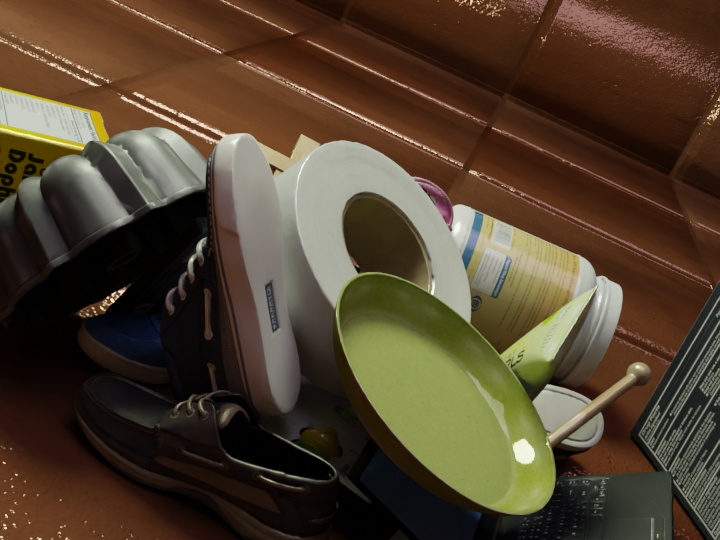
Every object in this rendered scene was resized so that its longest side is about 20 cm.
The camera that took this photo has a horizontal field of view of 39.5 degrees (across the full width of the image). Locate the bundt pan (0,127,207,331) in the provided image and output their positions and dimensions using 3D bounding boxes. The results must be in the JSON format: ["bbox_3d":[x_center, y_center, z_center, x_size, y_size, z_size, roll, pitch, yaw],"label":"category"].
[{"bbox_3d":[-0.196,-0.038,0.756,0.076,0.202,0.202,57,27,5],"label":"bundt pan"}]

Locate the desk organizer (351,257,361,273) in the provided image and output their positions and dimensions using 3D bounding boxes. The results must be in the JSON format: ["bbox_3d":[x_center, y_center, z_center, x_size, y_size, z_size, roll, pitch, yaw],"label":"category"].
[{"bbox_3d":[-0.093,-0.017,1.017,0.200,0.072,0.077,28,23,11],"label":"desk organizer"}]

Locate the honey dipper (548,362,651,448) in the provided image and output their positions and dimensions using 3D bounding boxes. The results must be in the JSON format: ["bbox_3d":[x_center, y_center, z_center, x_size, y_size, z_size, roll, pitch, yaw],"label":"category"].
[{"bbox_3d":[0.193,0.136,0.891,0.200,0.038,0.038,-27,50,-31],"label":"honey dipper"}]

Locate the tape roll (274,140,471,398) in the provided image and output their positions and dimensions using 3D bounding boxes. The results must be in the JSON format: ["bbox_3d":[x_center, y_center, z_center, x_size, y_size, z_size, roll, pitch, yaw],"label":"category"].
[{"bbox_3d":[0.000,0.000,0.806,0.202,0.071,0.203,31,44,-35],"label":"tape roll"}]

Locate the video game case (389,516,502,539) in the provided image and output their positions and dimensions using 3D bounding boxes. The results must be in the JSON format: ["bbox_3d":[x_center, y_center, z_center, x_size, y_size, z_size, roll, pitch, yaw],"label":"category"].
[{"bbox_3d":[0.127,0.230,0.729,0.200,0.023,0.182,31,22,17],"label":"video game case"}]

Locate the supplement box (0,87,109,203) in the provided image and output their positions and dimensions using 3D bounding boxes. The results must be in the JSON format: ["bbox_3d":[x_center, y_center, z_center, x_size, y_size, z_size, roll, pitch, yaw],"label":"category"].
[{"bbox_3d":[-0.333,-0.096,0.888,0.200,0.110,0.109,12,24,-29],"label":"supplement box"}]

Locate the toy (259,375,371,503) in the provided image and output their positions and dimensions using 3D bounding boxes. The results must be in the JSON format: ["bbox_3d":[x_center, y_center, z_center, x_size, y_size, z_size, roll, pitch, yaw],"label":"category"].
[{"bbox_3d":[-0.006,0.121,0.811,0.115,0.047,0.200,33,23,13],"label":"toy"}]

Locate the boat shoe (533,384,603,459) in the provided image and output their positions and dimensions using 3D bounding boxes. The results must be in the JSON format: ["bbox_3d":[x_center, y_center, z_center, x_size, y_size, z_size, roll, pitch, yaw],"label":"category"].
[{"bbox_3d":[0.125,0.122,0.937,0.200,0.060,0.074,19,60,-2],"label":"boat shoe"}]

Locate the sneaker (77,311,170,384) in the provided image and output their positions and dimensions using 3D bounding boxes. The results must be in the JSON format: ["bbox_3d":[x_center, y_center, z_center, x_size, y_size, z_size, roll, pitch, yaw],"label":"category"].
[{"bbox_3d":[-0.118,0.034,0.806,0.200,0.111,0.077,13,23,-27],"label":"sneaker"}]

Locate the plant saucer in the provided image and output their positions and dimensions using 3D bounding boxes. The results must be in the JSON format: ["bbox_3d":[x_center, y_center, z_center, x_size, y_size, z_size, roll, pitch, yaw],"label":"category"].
[{"bbox_3d":[0.052,0.087,0.688,0.200,0.031,0.200,34,28,-21],"label":"plant saucer"}]

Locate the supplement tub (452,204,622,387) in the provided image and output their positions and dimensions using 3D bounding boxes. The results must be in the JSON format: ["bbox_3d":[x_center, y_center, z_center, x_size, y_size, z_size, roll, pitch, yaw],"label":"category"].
[{"bbox_3d":[0.162,0.031,1.074,0.200,0.145,0.145,24,21,-2],"label":"supplement tub"}]

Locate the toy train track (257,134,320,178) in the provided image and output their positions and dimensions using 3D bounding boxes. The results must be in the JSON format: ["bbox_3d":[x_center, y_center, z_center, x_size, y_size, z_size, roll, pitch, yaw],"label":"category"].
[{"bbox_3d":[-0.080,-0.065,0.998,0.115,0.033,0.200,28,42,-9],"label":"toy train track"}]

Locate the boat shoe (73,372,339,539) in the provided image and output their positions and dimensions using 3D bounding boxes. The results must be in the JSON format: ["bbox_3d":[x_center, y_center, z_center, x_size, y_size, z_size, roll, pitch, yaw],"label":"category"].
[{"bbox_3d":[-0.099,0.115,0.684,0.200,0.073,0.074,27,21,6],"label":"boat shoe"}]

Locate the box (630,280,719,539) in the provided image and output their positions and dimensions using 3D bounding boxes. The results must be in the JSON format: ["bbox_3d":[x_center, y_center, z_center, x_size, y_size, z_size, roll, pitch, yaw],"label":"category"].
[{"bbox_3d":[0.393,0.148,0.969,0.123,0.200,0.198,16,22,-20],"label":"box"}]

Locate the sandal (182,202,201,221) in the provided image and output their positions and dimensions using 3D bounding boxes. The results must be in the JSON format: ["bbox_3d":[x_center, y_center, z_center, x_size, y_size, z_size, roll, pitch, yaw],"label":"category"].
[{"bbox_3d":[-0.083,-0.036,0.918,0.200,0.048,0.075,8,46,-44],"label":"sandal"}]

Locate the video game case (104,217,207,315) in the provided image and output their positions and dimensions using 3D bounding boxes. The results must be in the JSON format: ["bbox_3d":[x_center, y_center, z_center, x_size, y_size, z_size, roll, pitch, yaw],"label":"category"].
[{"bbox_3d":[-0.101,0.002,0.869,0.200,0.143,0.019,-2,59,-50],"label":"video game case"}]

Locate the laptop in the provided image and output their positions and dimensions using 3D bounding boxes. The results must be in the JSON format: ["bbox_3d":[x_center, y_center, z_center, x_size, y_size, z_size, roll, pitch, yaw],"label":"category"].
[{"bbox_3d":[0.118,0.150,0.726,0.200,0.103,0.177,-7,13,19],"label":"laptop"}]

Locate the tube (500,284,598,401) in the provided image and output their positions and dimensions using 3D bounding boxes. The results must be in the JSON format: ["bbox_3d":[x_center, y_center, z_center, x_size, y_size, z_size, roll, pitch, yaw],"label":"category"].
[{"bbox_3d":[0.134,0.078,0.812,0.052,0.200,0.058,-1,66,-15],"label":"tube"}]

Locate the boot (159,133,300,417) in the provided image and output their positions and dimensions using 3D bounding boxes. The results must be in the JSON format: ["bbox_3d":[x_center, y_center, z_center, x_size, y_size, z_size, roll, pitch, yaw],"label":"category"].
[{"bbox_3d":[-0.104,0.008,0.704,0.090,0.200,0.073,-3,9,22],"label":"boot"}]

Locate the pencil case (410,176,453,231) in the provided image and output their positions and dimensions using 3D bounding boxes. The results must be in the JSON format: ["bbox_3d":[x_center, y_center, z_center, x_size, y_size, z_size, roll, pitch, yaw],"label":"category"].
[{"bbox_3d":[0.016,-0.045,1.059,0.086,0.083,0.200,-1,-5,-27],"label":"pencil case"}]
